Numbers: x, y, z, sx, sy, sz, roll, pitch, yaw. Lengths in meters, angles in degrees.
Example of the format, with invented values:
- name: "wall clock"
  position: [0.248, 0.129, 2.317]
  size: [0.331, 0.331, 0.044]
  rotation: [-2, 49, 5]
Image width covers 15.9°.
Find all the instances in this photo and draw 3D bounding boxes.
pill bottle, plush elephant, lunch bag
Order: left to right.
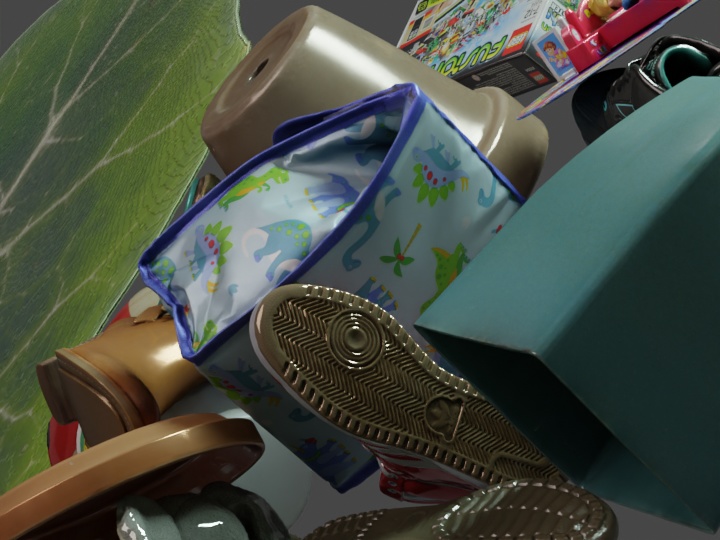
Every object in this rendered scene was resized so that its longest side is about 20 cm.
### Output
- name: "plush elephant"
  position: [-0.108, 0.198, 1.452]
  size: [0.199, 0.164, 0.156]
  rotation: [-23, 71, 22]
- name: "pill bottle"
  position: [-0.108, 0.123, 1.701]
  size: [0.113, 0.113, 0.200]
  rotation: [-57, 22, -8]
- name: "lunch bag"
  position: [0.000, 0.000, 1.502]
  size: [0.200, 0.170, 0.128]
  rotation: [-39, 45, 8]

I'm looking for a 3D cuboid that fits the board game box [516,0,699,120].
- name: "board game box"
  position: [0.166, -0.163, 1.551]
  size: [0.199, 0.039, 0.158]
  rotation: [-35, 3, 5]

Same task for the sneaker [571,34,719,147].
- name: "sneaker"
  position: [0.181, -0.103, 1.473]
  size: [0.075, 0.079, 0.200]
  rotation: [-46, 27, -16]

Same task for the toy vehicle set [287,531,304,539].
- name: "toy vehicle set"
  position: [-0.035, 0.229, 1.519]
  size: [0.125, 0.026, 0.200]
  rotation: [-58, 23, -8]

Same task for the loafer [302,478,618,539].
- name: "loafer"
  position: [0.055, 0.161, 1.382]
  size: [0.199, 0.068, 0.076]
  rotation: [-9, 21, 36]

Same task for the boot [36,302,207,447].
- name: "boot"
  position: [-0.109, 0.057, 1.592]
  size: [0.154, 0.077, 0.200]
  rotation: [-22, 4, -14]

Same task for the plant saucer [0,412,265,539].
- name: "plant saucer"
  position: [-0.150, 0.131, 1.477]
  size: [0.199, 0.032, 0.200]
  rotation: [-26, -12, -6]

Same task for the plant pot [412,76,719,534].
- name: "plant pot"
  position: [0.161, 0.004, 1.325]
  size: [0.200, 0.141, 0.141]
  rotation: [-51, 22, -13]

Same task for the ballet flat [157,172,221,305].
- name: "ballet flat"
  position: [-0.096, 0.001, 1.714]
  size: [0.200, 0.070, 0.071]
  rotation: [113, 179, -57]

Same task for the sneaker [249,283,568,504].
- name: "sneaker"
  position: [0.012, 0.075, 1.433]
  size: [0.072, 0.199, 0.112]
  rotation: [-65, 17, -17]

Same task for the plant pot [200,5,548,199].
- name: "plant pot"
  position: [-0.004, -0.077, 1.675]
  size: [0.200, 0.174, 0.200]
  rotation: [-44, 16, 16]

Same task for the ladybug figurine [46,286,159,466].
- name: "ladybug figurine"
  position: [-0.166, 0.086, 1.866]
  size: [0.201, 0.072, 0.136]
  rotation: [-56, -8, 13]

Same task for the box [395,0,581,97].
- name: "box"
  position: [0.089, -0.164, 1.825]
  size: [0.200, 0.035, 0.111]
  rotation: [-17, 42, 55]
